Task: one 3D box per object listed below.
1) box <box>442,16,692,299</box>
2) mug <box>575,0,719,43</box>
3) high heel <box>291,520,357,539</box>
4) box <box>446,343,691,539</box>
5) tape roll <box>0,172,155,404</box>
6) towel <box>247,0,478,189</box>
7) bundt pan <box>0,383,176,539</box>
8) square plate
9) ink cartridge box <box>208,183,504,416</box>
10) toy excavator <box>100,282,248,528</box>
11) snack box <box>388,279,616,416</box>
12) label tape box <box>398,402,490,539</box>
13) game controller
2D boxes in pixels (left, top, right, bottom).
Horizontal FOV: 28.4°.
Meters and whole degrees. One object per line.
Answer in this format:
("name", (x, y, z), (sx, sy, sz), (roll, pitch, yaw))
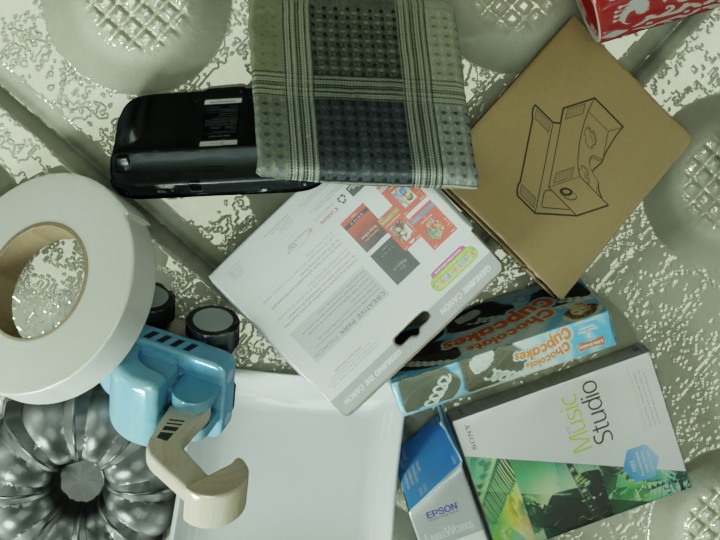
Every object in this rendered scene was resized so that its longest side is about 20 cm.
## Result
("box", (0.184, -0.101, 1.276), (0.163, 0.021, 0.200), (44, 77, -9))
("mug", (0.279, -0.295, 1.247), (0.200, 0.178, 0.133), (-20, 137, 3))
("high heel", (-0.074, 0.277, 1.327), (0.200, 0.067, 0.096), (-6, 92, 11))
("box", (0.198, 0.170, 1.345), (0.200, 0.036, 0.144), (-20, 100, 0))
("tape roll", (-0.268, 0.014, 1.222), (0.203, 0.037, 0.203), (-9, 68, 24))
("towel", (0.000, -0.155, 1.219), (0.192, 0.035, 0.200), (2, 60, -10))
("bundt pan", (-0.255, 0.193, 1.295), (0.202, 0.076, 0.202), (-1, 99, -4))
("square plate", (-0.065, 0.191, 1.287), (0.200, 0.028, 0.198), (5, 69, 3))
("ink cartridge box", (0.000, 0.000, 1.261), (0.200, 0.084, 0.176), (-43, 88, 4))
("toy excavator", (-0.157, 0.121, 1.198), (0.194, 0.200, 0.100), (18, 126, 14))
("snack box", (0.118, 0.064, 1.278), (0.200, 0.116, 0.037), (-18, 109, -1))
("label tape box", (0.073, 0.211, 1.284), (0.066, 0.143, 0.200), (-21, 104, 1))
("game controller", (-0.120, -0.113, 1.235), (0.200, 0.104, 0.042), (-2, 144, 11))
